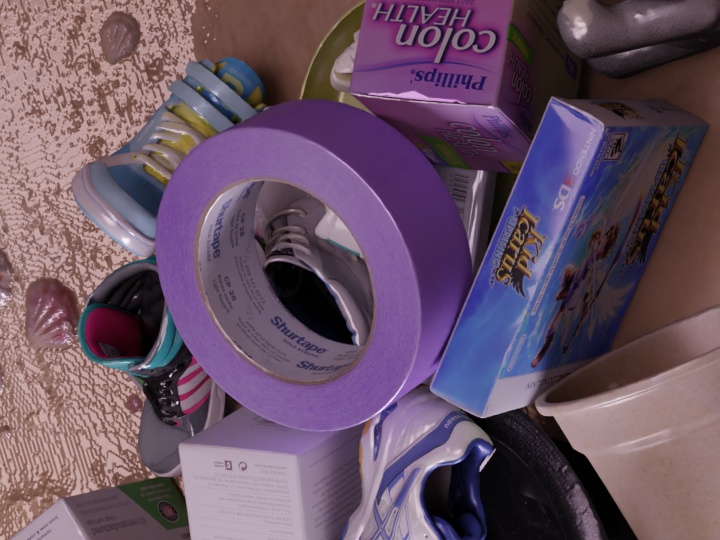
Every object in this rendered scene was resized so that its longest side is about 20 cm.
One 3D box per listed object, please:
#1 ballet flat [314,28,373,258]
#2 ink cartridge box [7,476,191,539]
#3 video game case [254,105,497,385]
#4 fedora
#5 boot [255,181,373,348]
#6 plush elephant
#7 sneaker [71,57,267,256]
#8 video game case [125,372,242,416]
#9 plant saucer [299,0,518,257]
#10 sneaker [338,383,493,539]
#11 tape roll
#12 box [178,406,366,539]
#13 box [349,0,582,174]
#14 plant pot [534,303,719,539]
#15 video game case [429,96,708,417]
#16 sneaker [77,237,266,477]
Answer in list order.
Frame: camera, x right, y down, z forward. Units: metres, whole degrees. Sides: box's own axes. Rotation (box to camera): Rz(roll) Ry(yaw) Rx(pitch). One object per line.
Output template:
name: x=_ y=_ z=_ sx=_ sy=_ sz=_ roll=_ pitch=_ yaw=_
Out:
ballet flat: x=0.006 y=-0.106 z=1.551 sx=0.069 sy=0.069 sz=0.200 roll=-1 pitch=72 yaw=29
ink cartridge box: x=-0.153 y=0.258 z=1.687 sx=0.087 sy=0.145 sz=0.200 roll=-38 pitch=74 yaw=25
video game case: x=0.000 y=0.000 z=1.624 sx=0.182 sy=0.024 sz=0.200 roll=15 pitch=105 yaw=29
fedora: x=0.124 y=0.171 z=1.546 sx=0.200 sy=0.092 sz=0.201 roll=18 pitch=113 yaw=50
boot: x=-0.036 y=-0.019 z=1.572 sx=0.200 sy=0.096 sz=0.074 roll=51 pitch=119 yaw=15
plush elephant: x=0.207 y=-0.220 z=1.452 sx=0.200 sy=0.165 sz=0.155 roll=-14 pitch=85 yaw=19
sneaker: x=-0.127 y=-0.089 z=1.633 sx=0.080 sy=0.200 sz=0.131 roll=41 pitch=105 yaw=-7
video game case: x=-0.069 y=0.065 z=1.699 sx=0.200 sy=0.022 sz=0.182 roll=47 pitch=113 yaw=19
plant saucer: x=0.049 y=-0.099 z=1.619 sx=0.200 sy=0.031 sz=0.200 roll=2 pitch=95 yaw=28
sneaker: x=0.036 y=0.178 z=1.522 sx=0.088 sy=0.075 sz=0.200 roll=30 pitch=123 yaw=46
tape roll: x=-0.031 y=-0.003 z=1.466 sx=0.200 sy=0.066 sz=0.200 roll=15 pitch=118 yaw=30
box: x=-0.041 y=0.195 z=1.609 sx=0.097 sy=0.124 sz=0.200 roll=3 pitch=107 yaw=31
box: x=0.079 y=-0.179 z=1.482 sx=0.097 sy=0.176 sz=0.200 roll=6 pitch=81 yaw=19
plant pot: x=0.236 y=0.126 z=1.450 sx=0.200 sy=0.200 sz=0.184 roll=-22 pitch=93 yaw=28
video game case: x=0.136 y=-0.011 z=1.489 sx=0.045 sy=0.181 sz=0.200 roll=28 pitch=106 yaw=22
sneaker: x=-0.147 y=0.065 z=1.645 sx=0.084 sy=0.121 sz=0.200 roll=41 pitch=122 yaw=38
